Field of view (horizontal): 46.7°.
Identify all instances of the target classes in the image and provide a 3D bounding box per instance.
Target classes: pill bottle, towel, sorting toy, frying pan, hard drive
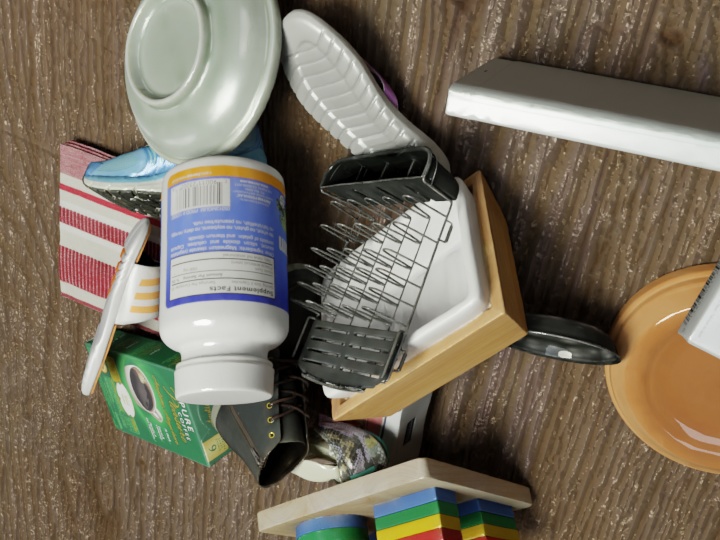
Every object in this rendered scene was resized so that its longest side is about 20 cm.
[{"bbox_3d":[-0.118,0.012,0.728,0.112,0.112,0.201,-13,71,29],"label":"pill bottle"},{"bbox_3d":[-0.272,-0.034,0.933,0.144,0.023,0.200,21,121,13],"label":"towel"},{"bbox_3d":[0.040,0.257,0.809,0.199,0.200,0.070,-26,57,29],"label":"sorting toy"},{"bbox_3d":[0.155,0.065,0.761,0.115,0.031,0.190,18,168,-20],"label":"frying pan"},{"bbox_3d":[0.178,-0.119,0.615,0.200,0.132,0.026,15,118,19],"label":"hard drive"}]

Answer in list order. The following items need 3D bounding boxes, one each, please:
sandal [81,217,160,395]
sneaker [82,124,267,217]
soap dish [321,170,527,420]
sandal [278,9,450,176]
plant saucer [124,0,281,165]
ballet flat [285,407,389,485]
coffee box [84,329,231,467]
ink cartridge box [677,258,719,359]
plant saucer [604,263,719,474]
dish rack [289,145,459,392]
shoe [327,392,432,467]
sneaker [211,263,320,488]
[{"bbox_3d":[-0.245,0.043,0.897,0.059,0.079,0.207,17,105,-18],"label":"sandal"},{"bbox_3d":[-0.181,-0.109,0.829,0.199,0.078,0.090,-5,73,16],"label":"sneaker"},{"bbox_3d":[0.052,0.029,0.733,0.081,0.158,0.200,29,130,-31],"label":"soap dish"},{"bbox_3d":[0.004,-0.147,0.739,0.203,0.050,0.082,48,139,-16],"label":"sandal"},{"bbox_3d":[-0.157,-0.194,0.741,0.200,0.050,0.201,-2,88,38],"label":"plant saucer"},{"bbox_3d":[-0.059,0.172,0.838,0.200,0.072,0.072,9,118,49],"label":"ballet flat"},{"bbox_3d":[-0.228,0.139,0.941,0.200,0.044,0.123,5,116,45],"label":"coffee box"},{"bbox_3d":[0.368,0.029,0.618,0.200,0.057,0.163,28,102,6],"label":"ink cartridge box"},{"bbox_3d":[0.307,0.092,0.707,0.200,0.037,0.201,10,115,21],"label":"plant saucer"},{"bbox_3d":[0.000,0.000,0.702,0.054,0.200,0.153,28,166,-31],"label":"dish rack"},{"bbox_3d":[0.012,0.158,0.862,0.091,0.071,0.200,32,129,28],"label":"shoe"},{"bbox_3d":[-0.068,0.100,0.790,0.106,0.075,0.200,42,116,46],"label":"sneaker"}]
